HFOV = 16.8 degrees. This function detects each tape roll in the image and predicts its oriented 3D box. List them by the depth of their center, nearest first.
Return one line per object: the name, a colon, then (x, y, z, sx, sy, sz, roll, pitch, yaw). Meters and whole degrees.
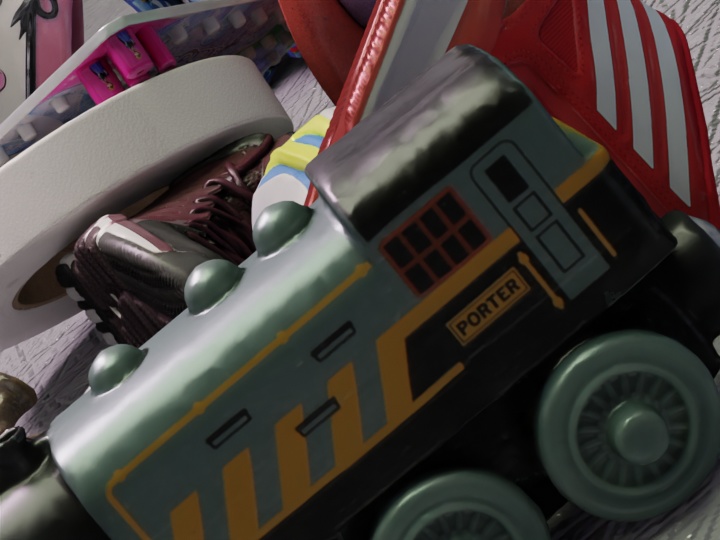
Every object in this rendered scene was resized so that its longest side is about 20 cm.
tape roll: (-0.122, -0.026, 1.104, 0.202, 0.037, 0.203, -33, -8, -5)

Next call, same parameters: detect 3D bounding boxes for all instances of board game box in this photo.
board game box: (-0.111, -0.063, 1.153, 0.200, 0.026, 0.200, -39, -10, 33)

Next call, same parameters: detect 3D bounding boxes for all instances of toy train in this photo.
toy train: (-0.001, 0.038, 0.595, 0.200, 0.114, 0.085, -39, 14, 2)

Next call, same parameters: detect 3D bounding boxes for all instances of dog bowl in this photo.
dog bowl: (-0.198, -0.100, 1.399, 0.073, 0.202, 0.200, -1, 15, -4)

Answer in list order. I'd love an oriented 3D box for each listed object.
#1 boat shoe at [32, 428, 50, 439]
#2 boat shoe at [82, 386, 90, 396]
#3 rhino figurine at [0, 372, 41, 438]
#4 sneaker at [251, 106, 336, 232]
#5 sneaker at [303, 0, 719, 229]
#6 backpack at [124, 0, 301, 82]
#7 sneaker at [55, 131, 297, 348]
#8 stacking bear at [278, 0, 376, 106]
boat shoe: (-0.172, 0.119, 0.851, 0.201, 0.063, 0.074, -40, -27, 1)
boat shoe: (-0.072, 0.103, 0.693, 0.066, 0.070, 0.200, 0, 41, 32)
rhino figurine: (-0.188, 0.108, 0.970, 0.200, 0.060, 0.088, -27, 29, 51)
sneaker: (0.000, 0.000, 0.788, 0.105, 0.076, 0.200, -47, 17, -26)
sneaker: (0.034, 0.010, 0.666, 0.078, 0.115, 0.201, -118, 49, -85)
backpack: (-0.075, -0.188, 1.369, 0.135, 0.182, 0.200, -47, 26, 4)
sneaker: (-0.057, -0.019, 0.998, 0.115, 0.076, 0.200, -40, 13, -13)
stacking bear: (0.063, -0.164, 1.071, 0.199, 0.114, 0.122, -22, 22, 38)
